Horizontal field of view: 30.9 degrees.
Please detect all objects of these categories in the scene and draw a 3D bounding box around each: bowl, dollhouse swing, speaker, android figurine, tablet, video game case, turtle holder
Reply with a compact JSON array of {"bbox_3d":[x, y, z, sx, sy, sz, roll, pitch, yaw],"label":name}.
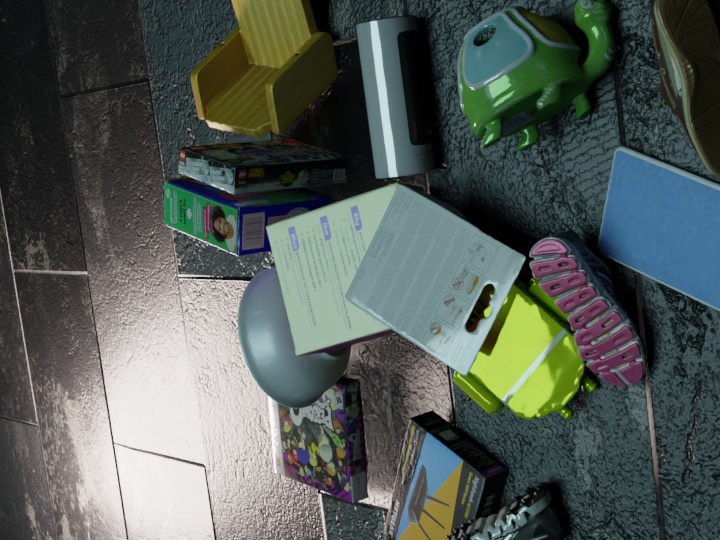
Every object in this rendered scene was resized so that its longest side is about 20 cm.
[{"bbox_3d":[-0.073,0.085,1.826,0.090,0.200,0.203,-19,86,37],"label":"bowl"},{"bbox_3d":[-0.159,-0.318,1.817,0.199,0.182,0.177,18,148,47],"label":"dollhouse swing"},{"bbox_3d":[0.045,-0.220,1.670,0.081,0.081,0.202,1,100,51],"label":"speaker"},{"bbox_3d":[0.191,0.093,1.558,0.200,0.041,0.183,39,111,9],"label":"android figurine"},{"bbox_3d":[0.342,-0.044,1.406,0.199,0.014,0.132,31,123,44],"label":"tablet"},{"bbox_3d":[-0.068,0.239,1.974,0.199,0.036,0.184,10,109,49],"label":"video game case"},{"bbox_3d":[0.187,-0.227,1.445,0.185,0.140,0.133,-39,69,50],"label":"turtle holder"}]

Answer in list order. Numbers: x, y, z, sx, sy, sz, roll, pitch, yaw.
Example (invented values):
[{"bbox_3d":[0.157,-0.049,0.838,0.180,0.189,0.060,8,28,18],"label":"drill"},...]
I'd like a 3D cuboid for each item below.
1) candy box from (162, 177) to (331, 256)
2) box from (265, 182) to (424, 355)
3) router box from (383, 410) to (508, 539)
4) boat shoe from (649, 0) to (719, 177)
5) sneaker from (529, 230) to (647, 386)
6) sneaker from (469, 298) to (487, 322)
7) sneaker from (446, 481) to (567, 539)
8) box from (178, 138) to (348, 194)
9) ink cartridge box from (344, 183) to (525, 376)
[{"bbox_3d":[-0.166,-0.086,1.897,0.199,0.168,0.078,18,111,47],"label":"candy box"},{"bbox_3d":[0.000,0.000,1.702,0.198,0.096,0.178,-17,83,22],"label":"box"},{"bbox_3d":[0.111,0.313,1.759,0.149,0.051,0.202,34,125,39],"label":"router box"},{"bbox_3d":[0.342,-0.192,1.335,0.072,0.072,0.202,-176,63,-81],"label":"boat shoe"},{"bbox_3d":[0.267,0.036,1.481,0.073,0.087,0.201,-31,98,32],"label":"sneaker"},{"bbox_3d":[0.145,0.065,1.630,0.075,0.076,0.201,-49,64,44],"label":"sneaker"},{"bbox_3d":[0.177,0.351,1.647,0.199,0.066,0.091,-35,94,26],"label":"sneaker"},{"bbox_3d":[-0.134,-0.147,1.815,0.136,0.199,0.040,21,113,45],"label":"box"},{"bbox_3d":[0.094,0.009,1.568,0.199,0.050,0.163,31,101,29],"label":"ink cartridge box"}]
